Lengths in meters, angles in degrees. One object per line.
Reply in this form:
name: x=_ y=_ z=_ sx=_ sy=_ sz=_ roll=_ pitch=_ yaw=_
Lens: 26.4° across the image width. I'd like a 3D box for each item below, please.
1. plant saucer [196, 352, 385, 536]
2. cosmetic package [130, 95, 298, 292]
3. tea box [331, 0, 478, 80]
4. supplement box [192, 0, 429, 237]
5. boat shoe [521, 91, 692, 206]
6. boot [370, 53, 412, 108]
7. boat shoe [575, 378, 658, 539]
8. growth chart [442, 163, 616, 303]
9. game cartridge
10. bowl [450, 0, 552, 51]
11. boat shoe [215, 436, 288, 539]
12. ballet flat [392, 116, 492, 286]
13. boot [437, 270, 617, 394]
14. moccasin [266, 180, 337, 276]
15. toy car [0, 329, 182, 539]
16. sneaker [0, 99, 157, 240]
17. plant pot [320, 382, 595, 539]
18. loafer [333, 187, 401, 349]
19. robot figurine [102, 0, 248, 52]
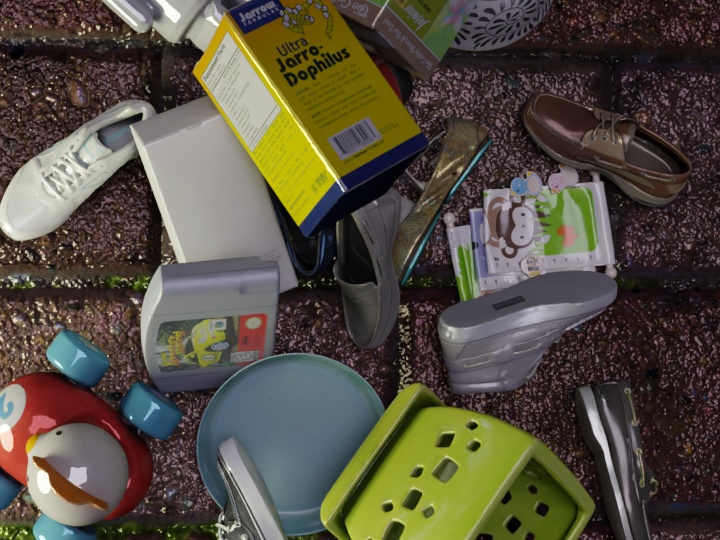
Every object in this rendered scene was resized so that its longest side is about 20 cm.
plant saucer: x=-0.069 y=0.175 z=1.569 sx=0.198 sy=0.027 sz=0.202 roll=-2 pitch=107 yaw=-7
cosmetic package: x=-0.145 y=-0.064 z=1.536 sx=0.107 sy=0.085 sz=0.201 roll=-21 pitch=113 yaw=-11
tea box: x=0.020 y=-0.332 z=1.541 sx=0.199 sy=0.133 sz=0.198 roll=31 pitch=90 yaw=33
supplement box: x=-0.048 y=-0.154 z=1.436 sx=0.109 sy=0.109 sz=0.201 roll=-31 pitch=83 yaw=-31
boat shoe: x=0.269 y=-0.142 z=1.650 sx=0.199 sy=0.072 sz=0.076 roll=24 pitch=64 yaw=-10
boot: x=0.015 y=-0.127 z=1.615 sx=0.072 sy=0.144 sz=0.201 roll=12 pitch=119 yaw=27
boat shoe: x=0.284 y=0.216 z=1.633 sx=0.060 sy=0.072 sz=0.203 roll=-15 pitch=85 yaw=-6
growth chart: x=0.185 y=-0.033 z=1.663 sx=0.199 sy=0.018 sz=0.146 roll=-16 pitch=88 yaw=-12
game cartridge: x=-0.149 y=0.058 z=1.511 sx=0.132 sy=0.201 sz=0.041 roll=-2 pitch=56 yaw=-8
bowl: x=0.131 y=-0.343 z=1.638 sx=0.199 sy=0.094 sz=0.203 roll=1 pitch=86 yaw=-11
boat shoe: x=-0.114 y=0.262 z=1.544 sx=0.067 sy=0.072 sz=0.201 roll=-21 pitch=116 yaw=-1
ballet flat: x=0.066 y=-0.078 z=1.623 sx=0.070 sy=0.071 sz=0.201 roll=33 pitch=77 yaw=-6
boot: x=0.179 y=0.068 z=1.626 sx=0.198 sy=0.074 sz=0.096 roll=-14 pitch=121 yaw=-9
moccasin: x=-0.055 y=-0.091 z=1.532 sx=0.080 sy=0.068 sz=0.201 roll=-12 pitch=109 yaw=13
toy car: x=-0.282 y=0.178 z=1.460 sx=0.176 sy=0.200 sz=0.185 roll=36 pitch=89 yaw=-5
sneaker: x=-0.288 y=-0.109 z=1.555 sx=0.200 sy=0.080 sz=0.071 roll=-42 pitch=95 yaw=-9
plant pot: x=0.087 y=0.239 z=1.520 sx=0.181 sy=0.199 sz=0.201 roll=30 pitch=79 yaw=37
loafer: x=0.000 y=0.000 z=1.557 sx=0.070 sy=0.070 sz=0.201 roll=-33 pitch=136 yaw=-38
robot figurine: x=-0.200 y=-0.314 z=1.568 sx=0.200 sy=0.113 sz=0.170 roll=41 pitch=54 yaw=-5
